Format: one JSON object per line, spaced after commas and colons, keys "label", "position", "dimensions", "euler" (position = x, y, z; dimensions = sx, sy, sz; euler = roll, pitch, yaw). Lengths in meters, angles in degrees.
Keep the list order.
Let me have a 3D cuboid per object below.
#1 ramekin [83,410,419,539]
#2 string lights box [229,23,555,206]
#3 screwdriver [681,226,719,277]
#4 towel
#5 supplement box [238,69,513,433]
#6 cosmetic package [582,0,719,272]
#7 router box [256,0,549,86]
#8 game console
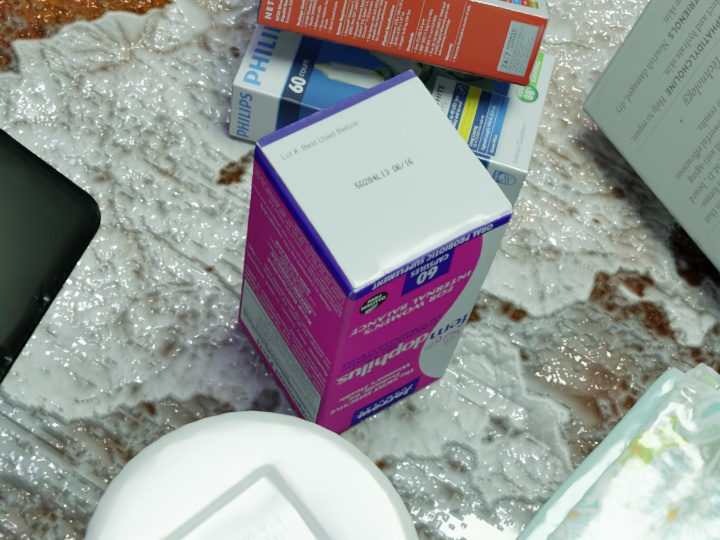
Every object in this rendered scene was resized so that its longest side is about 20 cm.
{"label": "ramekin", "position": [-0.059, 0.174, 0.730], "dimensions": [0.199, 0.098, 0.202], "euler": [4, 60, -6]}
{"label": "string lights box", "position": [0.021, -0.117, 0.923], "dimensions": [0.198, 0.059, 0.103], "euler": [16, 60, 1]}
{"label": "screwdriver", "position": [0.253, 0.018, 0.896], "dimensions": [0.028, 0.029, 0.201], "euler": [-15, 59, -16]}
{"label": "towel", "position": [0.188, 0.167, 0.768], "dimensions": [0.171, 0.048, 0.200], "euler": [38, 74, 26]}
{"label": "supplement box", "position": [0.000, 0.000, 0.775], "dimensions": [0.101, 0.200, 0.104], "euler": [-27, 69, -20]}
{"label": "cosmetic package", "position": [0.289, -0.108, 0.879], "dimensions": [0.167, 0.167, 0.200], "euler": [-23, 66, -34]}
{"label": "router box", "position": [0.029, -0.207, 0.925], "dimensions": [0.178, 0.049, 0.201], "euler": [12, 32, -5]}
{"label": "game console", "position": [-0.292, -0.005, 0.841], "dimensions": [0.175, 0.117, 0.201], "euler": [7, 55, 31]}
